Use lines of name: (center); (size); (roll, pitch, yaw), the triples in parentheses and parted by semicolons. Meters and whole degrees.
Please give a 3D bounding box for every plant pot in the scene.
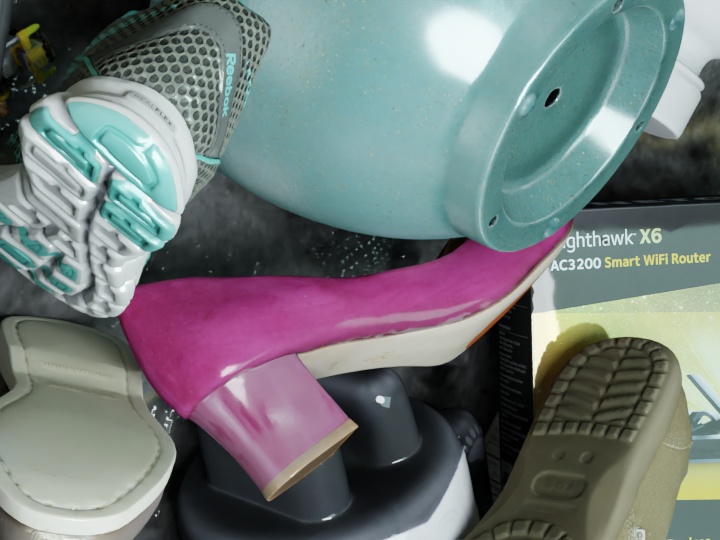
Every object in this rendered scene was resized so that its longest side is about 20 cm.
plant pot: (0.035, -0.090, 0.946); (0.200, 0.134, 0.201); (-40, 153, -25)

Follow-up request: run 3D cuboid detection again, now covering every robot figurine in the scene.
robot figurine: (-0.008, 0.129, 1.054); (0.150, 0.125, 0.201); (-15, 120, -2)

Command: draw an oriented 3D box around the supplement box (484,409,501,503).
supplement box: (0.129, 0.087, 1.179); (0.126, 0.073, 0.201); (30, 87, -41)

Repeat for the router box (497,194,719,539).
router box: (0.160, 0.046, 1.097); (0.199, 0.052, 0.158); (-4, 95, -14)

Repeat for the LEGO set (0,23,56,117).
LEGO set: (-0.174, -0.096, 0.829); (0.153, 0.116, 0.201); (-28, 123, -29)

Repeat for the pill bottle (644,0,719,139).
pill bottle: (0.140, -0.164, 1.065); (0.113, 0.113, 0.201); (28, 88, -42)

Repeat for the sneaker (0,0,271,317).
sneaker: (-0.081, -0.044, 0.887); (0.078, 0.200, 0.091); (41, 67, -11)

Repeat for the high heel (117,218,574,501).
high heel: (0.000, 0.000, 0.977); (0.200, 0.096, 0.067); (-35, 172, -42)

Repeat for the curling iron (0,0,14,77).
curling iron: (-0.111, -0.123, 0.835); (0.049, 0.026, 0.201); (16, 77, -27)

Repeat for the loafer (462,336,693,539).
loafer: (0.081, 0.120, 0.996); (0.200, 0.076, 0.067); (-56, 130, -21)

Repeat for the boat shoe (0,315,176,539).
boat shoe: (-0.110, 0.072, 0.906); (0.071, 0.200, 0.060); (13, 104, -12)
